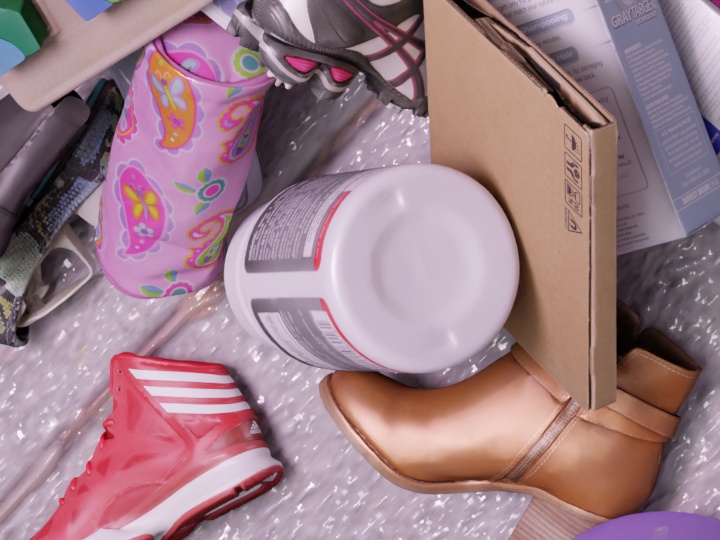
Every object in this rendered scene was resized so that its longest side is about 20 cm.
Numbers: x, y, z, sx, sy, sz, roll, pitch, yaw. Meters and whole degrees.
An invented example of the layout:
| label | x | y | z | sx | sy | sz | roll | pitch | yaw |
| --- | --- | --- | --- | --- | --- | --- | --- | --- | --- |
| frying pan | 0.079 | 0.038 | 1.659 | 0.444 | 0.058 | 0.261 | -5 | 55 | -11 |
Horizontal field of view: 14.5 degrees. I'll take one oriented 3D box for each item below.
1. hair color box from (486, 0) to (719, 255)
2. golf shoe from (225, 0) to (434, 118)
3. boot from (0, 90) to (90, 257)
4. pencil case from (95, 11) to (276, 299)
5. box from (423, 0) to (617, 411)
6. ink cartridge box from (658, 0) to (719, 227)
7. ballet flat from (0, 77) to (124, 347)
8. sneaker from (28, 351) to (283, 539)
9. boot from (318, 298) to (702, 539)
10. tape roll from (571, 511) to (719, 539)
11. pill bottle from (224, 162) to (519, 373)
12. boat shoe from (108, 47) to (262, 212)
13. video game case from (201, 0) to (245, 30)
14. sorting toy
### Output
| label | x | y | z | sx | sy | sz | roll | pitch | yaw |
| --- | --- | --- | --- | --- | --- | --- | --- | --- | --- |
| hair color box | 0.119 | -0.108 | 1.552 | 0.099 | 0.061 | 0.200 | -16 | 99 | 41 |
| golf shoe | 0.017 | -0.139 | 1.567 | 0.077 | 0.200 | 0.088 | 44 | 112 | 25 |
| boot | -0.227 | -0.081 | 1.750 | 0.138 | 0.077 | 0.200 | -53 | 34 | 10 |
| pencil case | -0.100 | -0.070 | 1.643 | 0.087 | 0.087 | 0.200 | 38 | 140 | 18 |
| box | 0.086 | -0.043 | 1.535 | 0.164 | 0.021 | 0.200 | 47 | 153 | 41 |
| ink cartridge box | 0.167 | -0.117 | 1.584 | 0.200 | 0.037 | 0.095 | 41 | 115 | 14 |
| ballet flat | -0.185 | -0.031 | 1.776 | 0.074 | 0.074 | 0.200 | 45 | 117 | 15 |
| sneaker | -0.150 | 0.120 | 1.777 | 0.200 | 0.078 | 0.116 | -27 | 76 | 16 |
| boot | 0.086 | 0.069 | 1.630 | 0.200 | 0.077 | 0.155 | 35 | 114 | 17 |
| tape roll | 0.172 | 0.242 | 1.582 | 0.200 | 0.085 | 0.200 | 6 | 111 | 17 |
| pill bottle | 0.000 | 0.000 | 1.598 | 0.200 | 0.114 | 0.114 | 178 | 81 | -69 |
| boat shoe | -0.114 | -0.129 | 1.712 | 0.072 | 0.062 | 0.200 | -21 | 106 | 45 |
| video game case | -0.089 | -0.257 | 1.515 | 0.200 | 0.023 | 0.182 | 39 | 110 | -6 |
| sorting toy | -0.202 | -0.172 | 1.525 | 0.200 | 0.037 | 0.185 | 37 | 137 | -27 |
